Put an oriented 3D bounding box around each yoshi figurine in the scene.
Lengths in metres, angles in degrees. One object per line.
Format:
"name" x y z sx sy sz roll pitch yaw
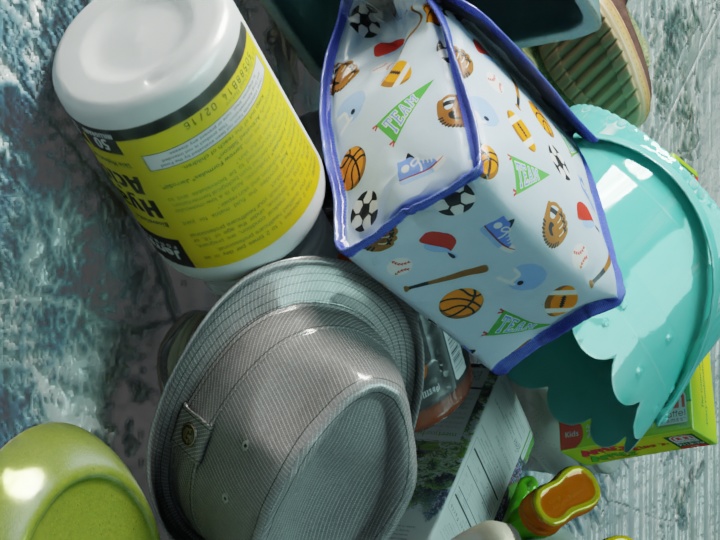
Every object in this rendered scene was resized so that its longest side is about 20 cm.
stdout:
"yoshi figurine" 0.130 0.211 1.857 0.200 0.111 0.113 -53 -165 53

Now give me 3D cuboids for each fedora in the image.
"fedora" -0.027 0.102 1.521 0.176 0.090 0.201 19 104 -36

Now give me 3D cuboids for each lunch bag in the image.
"lunch bag" 0.062 -0.072 1.587 0.170 0.123 0.201 41 28 -42

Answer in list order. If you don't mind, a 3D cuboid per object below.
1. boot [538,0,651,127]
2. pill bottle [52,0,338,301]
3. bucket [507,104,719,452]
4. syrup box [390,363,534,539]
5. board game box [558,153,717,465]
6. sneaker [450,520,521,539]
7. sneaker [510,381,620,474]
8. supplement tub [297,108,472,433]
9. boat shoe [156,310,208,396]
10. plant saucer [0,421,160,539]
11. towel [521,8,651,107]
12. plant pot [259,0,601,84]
"boot" 0.177 -0.207 1.835 0.166 0.072 0.201 -30 91 -45
"pill bottle" -0.085 -0.065 1.517 0.200 0.111 0.112 59 41 -43
"bucket" 0.151 0.000 1.754 0.135 0.207 0.208 -44 136 -13
"syrup box" 0.042 0.160 1.795 0.201 0.078 0.082 -65 144 -37
"board game box" 0.189 0.028 1.878 0.048 0.101 0.202 29 54 -56
"sneaker" 0.012 0.220 1.654 0.093 0.200 0.071 35 20 -38
"sneaker" 0.113 0.080 1.919 0.201 0.088 0.076 60 32 -33
"supplement tub" 0.000 0.000 1.684 0.107 0.106 0.201 -53 134 -48
"boat shoe" -0.061 0.115 1.607 0.076 0.071 0.201 -56 138 -45
"plant saucer" -0.159 0.185 1.471 0.200 0.031 0.202 -5 95 -62
"towel" 0.122 -0.193 1.856 0.201 0.036 0.148 57 43 -12
"plant pot" 0.032 -0.265 1.659 0.197 0.194 0.201 52 36 -49
